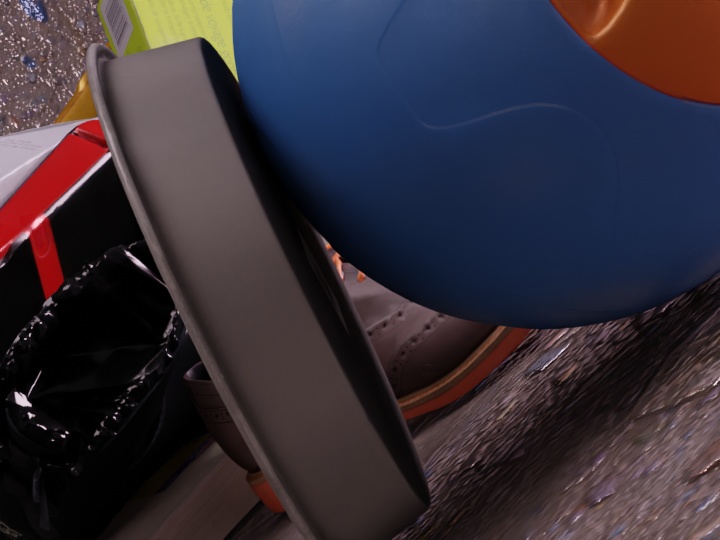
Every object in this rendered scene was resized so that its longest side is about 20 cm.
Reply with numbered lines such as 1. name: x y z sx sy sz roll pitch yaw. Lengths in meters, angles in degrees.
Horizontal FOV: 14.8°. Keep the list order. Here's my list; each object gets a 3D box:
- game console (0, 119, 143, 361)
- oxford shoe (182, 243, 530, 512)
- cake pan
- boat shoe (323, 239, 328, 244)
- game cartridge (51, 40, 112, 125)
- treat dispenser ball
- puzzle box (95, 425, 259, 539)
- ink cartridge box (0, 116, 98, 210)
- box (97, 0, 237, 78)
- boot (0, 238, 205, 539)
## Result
1. game console: -0.136 0.050 1.269 0.031 0.200 0.177 13 42 29
2. oxford shoe: 0.012 0.016 1.063 0.200 0.073 0.071 -38 10 26
3. cake pan: -0.030 0.009 0.915 0.037 0.200 0.200 -26 10 4
4. boat shoe: 0.000 0.000 1.236 0.068 0.072 0.200 -15 6 -20
5. game cartridge: -0.150 -0.030 1.574 0.176 0.032 0.200 87 -156 -48
6. treat dispenser ball: 0.059 -0.081 0.902 0.201 0.201 0.201 -41 9 8
7. puzzle box: -0.093 0.118 1.198 0.200 0.025 0.133 -46 9 -24
8. ink cartridge box: -0.148 0.010 1.309 0.057 0.163 0.200 8 25 21
9. box: -0.033 -0.119 1.534 0.200 0.122 0.048 -3 -39 -26
10. boot: -0.097 0.032 1.163 0.198 0.073 0.162 -54 -7 -27
